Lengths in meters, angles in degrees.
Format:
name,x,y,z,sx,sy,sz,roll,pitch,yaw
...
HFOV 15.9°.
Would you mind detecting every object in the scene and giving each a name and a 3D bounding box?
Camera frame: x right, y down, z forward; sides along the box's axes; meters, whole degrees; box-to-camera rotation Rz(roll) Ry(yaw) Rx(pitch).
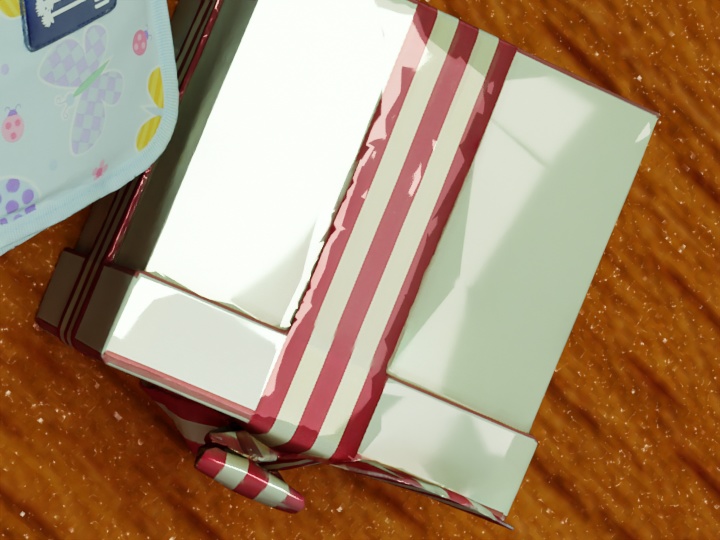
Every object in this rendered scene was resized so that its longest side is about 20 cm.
name,x,y,z,sx,sy,sz,roll,pitch,yaw
gift box,0.000,0.000,0.975,0.200,0.185,0.187,24,87,-10
lunch bag,-0.132,-0.112,0.892,0.127,0.200,0.170,-5,111,3
